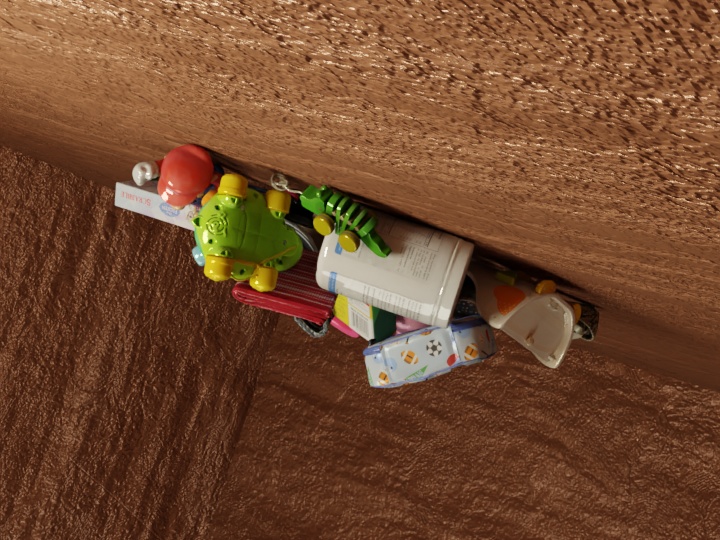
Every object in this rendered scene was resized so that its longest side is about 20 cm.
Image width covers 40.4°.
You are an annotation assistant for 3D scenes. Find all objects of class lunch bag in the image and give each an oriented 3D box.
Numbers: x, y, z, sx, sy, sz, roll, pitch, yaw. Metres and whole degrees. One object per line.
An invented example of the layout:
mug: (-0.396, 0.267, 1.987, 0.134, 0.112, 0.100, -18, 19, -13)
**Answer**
lunch bag: (0.103, 0.120, 1.487, 0.198, 0.076, 0.160, -15, 179, 18)

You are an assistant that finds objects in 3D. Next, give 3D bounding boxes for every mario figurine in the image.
mario figurine: (-0.253, -0.120, 1.418, 0.122, 0.107, 0.200, -17, -175, 2)

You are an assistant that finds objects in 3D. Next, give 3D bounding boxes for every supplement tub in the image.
supplement tub: (0.048, -0.008, 1.385, 0.198, 0.133, 0.132, 19, 177, 7)

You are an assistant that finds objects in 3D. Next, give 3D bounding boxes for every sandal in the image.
sandal: (-0.099, -0.104, 1.517, 0.075, 0.045, 0.200, 24, -171, -5)

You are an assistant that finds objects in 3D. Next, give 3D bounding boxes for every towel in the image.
towel: (-0.098, 0.014, 1.444, 0.143, 0.023, 0.200, 15, -156, 2)

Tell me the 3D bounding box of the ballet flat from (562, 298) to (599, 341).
ballet flat: (0.331, 0.075, 1.679, 0.199, 0.076, 0.068, 21, 148, -25)

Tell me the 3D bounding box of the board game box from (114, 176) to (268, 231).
board game box: (-0.255, -0.114, 1.586, 0.199, 0.042, 0.199, 17, -161, 30)

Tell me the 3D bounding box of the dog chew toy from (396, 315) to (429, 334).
dog chew toy: (0.085, 0.047, 1.607, 0.124, 0.125, 0.201, 19, 135, -9)

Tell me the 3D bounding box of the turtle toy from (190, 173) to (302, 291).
turtle toy: (-0.156, -0.046, 1.373, 0.199, 0.147, 0.101, 16, 171, -40)

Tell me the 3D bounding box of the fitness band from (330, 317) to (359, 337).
fitness band: (-0.077, 0.053, 1.760, 0.200, 0.038, 0.143, 41, 160, -12)

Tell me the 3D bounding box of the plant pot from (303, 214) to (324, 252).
plant pot: (-0.096, -0.058, 1.792, 0.199, 0.093, 0.201, 19, 176, 1)

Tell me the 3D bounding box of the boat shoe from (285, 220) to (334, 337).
boat shoe: (-0.098, 0.012, 1.627, 0.201, 0.070, 0.091, 59, -159, -19)

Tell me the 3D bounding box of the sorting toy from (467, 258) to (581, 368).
sorting toy: (0.232, 0.040, 1.534, 0.180, 0.107, 0.200, 38, -177, 42)

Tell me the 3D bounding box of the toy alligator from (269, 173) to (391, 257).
toy alligator: (-0.039, -0.087, 1.310, 0.199, 0.059, 0.054, 35, 144, 10)

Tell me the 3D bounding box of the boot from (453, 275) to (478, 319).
boot: (0.185, 0.029, 1.677, 0.074, 0.098, 0.200, 13, 172, 6)

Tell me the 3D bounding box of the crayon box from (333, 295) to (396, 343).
crayon box: (0.000, 0.000, 1.559, 0.050, 0.202, 0.127, -19, -149, -27)
